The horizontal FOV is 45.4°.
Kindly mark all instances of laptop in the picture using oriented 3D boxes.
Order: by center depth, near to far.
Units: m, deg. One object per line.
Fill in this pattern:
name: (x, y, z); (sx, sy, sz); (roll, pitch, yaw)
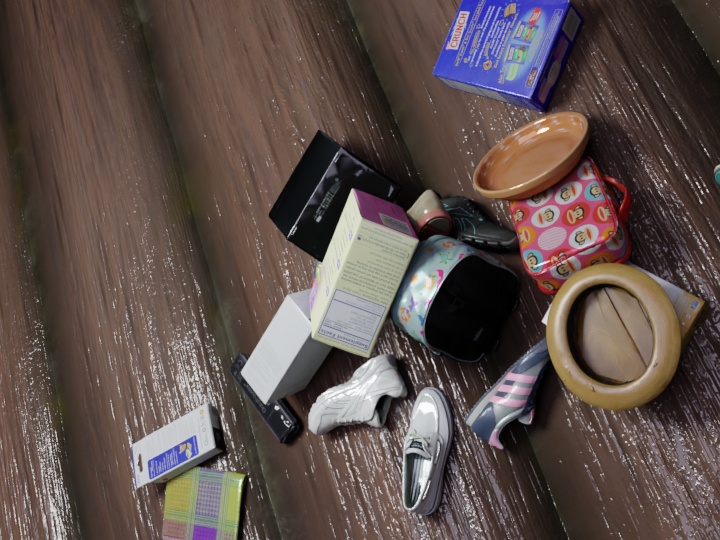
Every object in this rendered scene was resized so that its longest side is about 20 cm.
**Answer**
laptop: (-0.051, -0.123, 1.533); (0.199, 0.116, 0.189); (33, 98, 4)

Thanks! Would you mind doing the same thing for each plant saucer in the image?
plant saucer: (0.270, -0.174, 1.345); (0.198, 0.038, 0.201); (-29, 25, 15)

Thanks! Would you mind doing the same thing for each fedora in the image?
fedora: (0.357, 0.092, 1.200); (0.198, 0.081, 0.204); (-4, 83, 32)

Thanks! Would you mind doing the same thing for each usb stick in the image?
usb stick: (-0.179, 0.236, 1.597); (0.200, 0.032, 0.056); (47, 112, 32)

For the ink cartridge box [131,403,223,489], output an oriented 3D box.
ink cartridge box: (-0.357, 0.344, 1.667); (0.198, 0.037, 0.096); (-28, 56, 16)

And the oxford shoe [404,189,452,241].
oxford shoe: (0.083, -0.049, 1.425); (0.200, 0.070, 0.076); (-50, 41, 38)

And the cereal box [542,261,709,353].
cereal box: (0.384, 0.064, 1.262); (0.199, 0.039, 0.145); (32, 96, 35)

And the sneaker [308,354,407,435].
sneaker: (-0.005, 0.233, 1.458); (0.200, 0.078, 0.100); (-41, 63, 20)

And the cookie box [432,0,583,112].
cookie box: (0.245, -0.376, 1.443); (0.199, 0.075, 0.173); (24, 92, 35)

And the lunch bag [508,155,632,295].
lunch bag: (0.319, -0.077, 1.280); (0.175, 0.082, 0.202); (-28, 40, 24)

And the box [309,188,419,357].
box: (0.000, 0.000, 1.340); (0.176, 0.096, 0.202); (-106, 38, -71)

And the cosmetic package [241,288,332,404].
cosmetic package: (-0.111, 0.128, 1.493); (0.081, 0.112, 0.201); (45, 121, 22)

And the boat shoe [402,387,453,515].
boat shoe: (0.104, 0.287, 1.375); (0.073, 0.067, 0.203); (-7, 75, 31)

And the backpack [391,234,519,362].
backpack: (0.135, 0.038, 1.336); (0.150, 0.199, 0.179); (31, 96, 34)

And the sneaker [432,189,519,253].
sneaker: (0.175, -0.082, 1.417); (0.198, 0.075, 0.080); (16, 85, 35)

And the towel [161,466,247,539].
towel: (-0.301, 0.447, 1.631); (0.198, 0.023, 0.146); (-3, 76, 32)

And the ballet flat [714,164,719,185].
ballet flat: (0.586, -0.114, 1.167); (0.199, 0.069, 0.070); (28, 94, 31)

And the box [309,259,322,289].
box: (-0.018, -0.045, 1.521); (0.109, 0.035, 0.203); (11, 85, 34)

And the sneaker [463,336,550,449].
sneaker: (0.250, 0.186, 1.315); (0.082, 0.070, 0.201); (44, 107, 16)

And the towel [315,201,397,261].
towel: (-0.002, -0.045, 1.550); (0.189, 0.032, 0.202); (-27, 65, 25)
